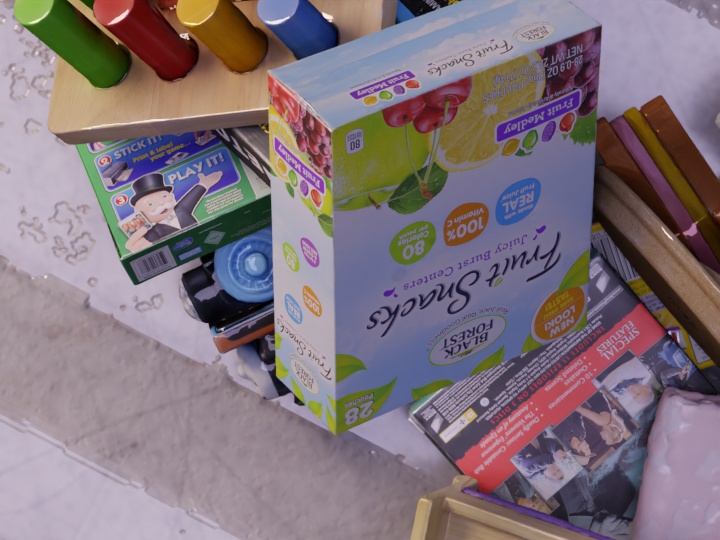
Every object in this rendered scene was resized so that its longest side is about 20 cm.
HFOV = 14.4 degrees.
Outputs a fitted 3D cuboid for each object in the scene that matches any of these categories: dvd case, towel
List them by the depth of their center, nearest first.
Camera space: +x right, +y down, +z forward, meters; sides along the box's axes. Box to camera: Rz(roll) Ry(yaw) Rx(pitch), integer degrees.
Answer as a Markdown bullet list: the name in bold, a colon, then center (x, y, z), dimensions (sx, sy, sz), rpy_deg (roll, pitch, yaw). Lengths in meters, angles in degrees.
- **dvd case**: center (0.145, 0.107, 1.650), dimensions (0.146, 0.022, 0.200), rpy_deg (-41, 101, 3)
- **towel**: center (0.244, 0.174, 1.650), dimensions (0.191, 0.032, 0.200), rpy_deg (8, 103, -10)

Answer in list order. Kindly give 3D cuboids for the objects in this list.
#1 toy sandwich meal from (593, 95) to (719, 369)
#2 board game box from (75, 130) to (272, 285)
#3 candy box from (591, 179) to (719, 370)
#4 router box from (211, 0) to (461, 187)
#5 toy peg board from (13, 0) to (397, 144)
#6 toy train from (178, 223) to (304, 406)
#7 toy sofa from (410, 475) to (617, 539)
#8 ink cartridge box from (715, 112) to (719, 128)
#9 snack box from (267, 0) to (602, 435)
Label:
- **toy sandwich meal**: center (0.199, -0.002, 1.564), dimensions (0.070, 0.205, 0.205), rpy_deg (-40, 94, 1)
- **board game box**: center (-0.060, -0.087, 1.605), dimensions (0.200, 0.029, 0.135), rpy_deg (-24, 53, -2)
- **candy box**: center (0.202, 0.002, 1.665), dimensions (0.200, 0.026, 0.102), rpy_deg (-18, 96, -2)
- **router box**: center (-0.023, -0.125, 1.569), dimensions (0.149, 0.051, 0.200), rpy_deg (-39, 55, -10)
- **toy peg board**: center (-0.086, -0.185, 1.521), dimensions (0.199, 0.098, 0.200), rpy_deg (-5, 67, 26)
- **toy train**: center (0.000, 0.000, 1.625), dimensions (0.200, 0.087, 0.114), rpy_deg (-25, 100, -2)
- **toy sofa**: center (0.128, 0.181, 1.585), dimensions (0.200, 0.098, 0.083), rpy_deg (17, 105, 26)
- **ink cartridge box**: center (0.323, -0.067, 1.623), dimensions (0.147, 0.083, 0.200), rpy_deg (-43, 94, -21)
- **snack box**: center (0.039, -0.033, 1.487), dimensions (0.168, 0.068, 0.200), rpy_deg (-23, 134, -25)
